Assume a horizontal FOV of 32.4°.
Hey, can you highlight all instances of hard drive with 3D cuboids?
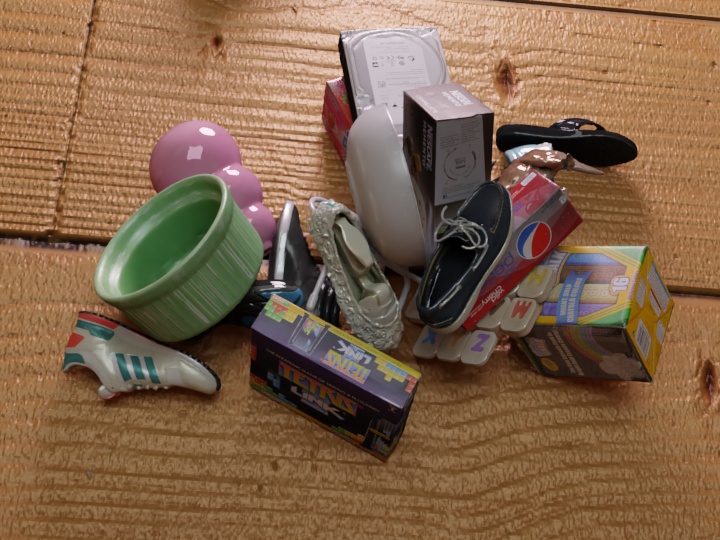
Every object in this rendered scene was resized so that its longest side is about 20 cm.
[{"bbox_3d":[0.053,-0.236,1.646,0.139,0.038,0.201,-4,62,-10],"label":"hard drive"}]

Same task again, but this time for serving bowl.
[{"bbox_3d":[0.023,-0.096,1.493,0.066,0.200,0.201,-14,63,-1],"label":"serving bowl"}]

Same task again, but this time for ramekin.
[{"bbox_3d":[-0.212,-0.010,1.486,0.200,0.098,0.200,-27,34,20],"label":"ramekin"}]

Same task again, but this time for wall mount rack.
[{"bbox_3d":[0.000,0.000,1.550,0.200,0.075,0.174,30,30,-23],"label":"wall mount rack"}]

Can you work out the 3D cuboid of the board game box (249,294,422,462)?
[{"bbox_3d":[-0.035,0.131,1.473,0.199,0.166,0.057,28,62,10],"label":"board game box"}]

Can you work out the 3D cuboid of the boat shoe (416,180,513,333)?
[{"bbox_3d":[0.119,-0.025,1.453,0.075,0.062,0.200,20,73,34],"label":"boat shoe"}]

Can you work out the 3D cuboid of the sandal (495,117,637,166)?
[{"bbox_3d":[0.289,-0.188,1.729,0.199,0.075,0.048,8,64,0],"label":"sandal"}]

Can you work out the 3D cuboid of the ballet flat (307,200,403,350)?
[{"bbox_3d":[0.000,0.009,1.473,0.072,0.072,0.201,-32,99,-20],"label":"ballet flat"}]

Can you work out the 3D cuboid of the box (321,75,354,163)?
[{"bbox_3d":[0.032,-0.170,1.683,0.099,0.096,0.200,-19,65,-16],"label":"box"}]

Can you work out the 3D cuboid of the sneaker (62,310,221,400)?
[{"bbox_3d":[-0.271,0.126,1.519,0.199,0.070,0.094,24,82,4],"label":"sneaker"}]

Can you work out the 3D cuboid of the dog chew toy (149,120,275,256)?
[{"bbox_3d":[-0.184,-0.098,1.614,0.124,0.125,0.200,-36,78,-22],"label":"dog chew toy"}]

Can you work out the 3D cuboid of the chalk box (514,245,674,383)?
[{"bbox_3d":[0.269,0.052,1.548,0.199,0.125,0.124,2,55,34],"label":"chalk box"}]

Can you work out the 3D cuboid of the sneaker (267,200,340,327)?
[{"bbox_3d":[-0.066,0.004,1.599,0.099,0.071,0.201,6,61,-11],"label":"sneaker"}]

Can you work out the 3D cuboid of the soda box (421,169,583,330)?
[{"bbox_3d":[0.172,-0.025,1.518,0.200,0.070,0.063,-43,37,-1],"label":"soda box"}]

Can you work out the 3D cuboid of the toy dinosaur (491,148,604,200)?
[{"bbox_3d":[0.208,-0.118,1.614,0.199,0.086,0.136,-27,27,-5],"label":"toy dinosaur"}]

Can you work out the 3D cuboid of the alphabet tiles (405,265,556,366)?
[{"bbox_3d":[0.147,0.031,1.557,0.200,0.015,0.196,5,57,46],"label":"alphabet tiles"}]

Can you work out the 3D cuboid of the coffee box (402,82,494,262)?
[{"bbox_3d":[0.106,-0.117,1.546,0.079,0.201,0.114,-10,30,-17],"label":"coffee box"}]

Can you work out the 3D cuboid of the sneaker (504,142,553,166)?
[{"bbox_3d":[0.220,-0.081,1.676,0.082,0.074,0.201,-2,57,14],"label":"sneaker"}]

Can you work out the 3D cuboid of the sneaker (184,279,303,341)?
[{"bbox_3d":[-0.159,0.029,1.533,0.199,0.073,0.082,-8,46,25],"label":"sneaker"}]
